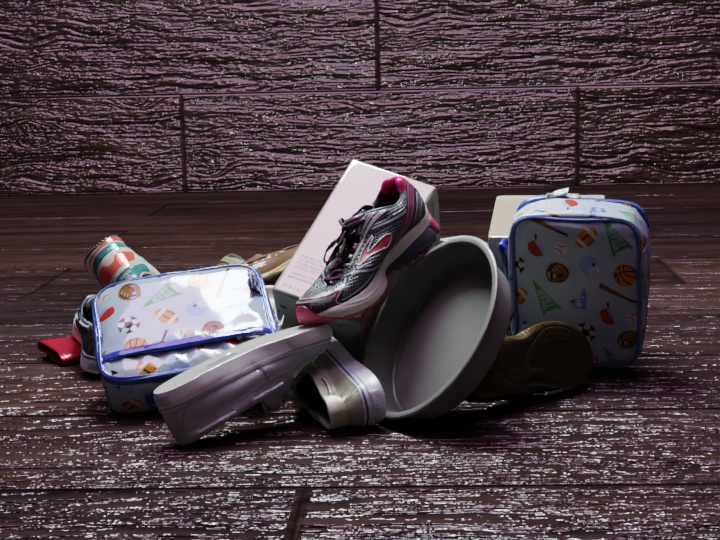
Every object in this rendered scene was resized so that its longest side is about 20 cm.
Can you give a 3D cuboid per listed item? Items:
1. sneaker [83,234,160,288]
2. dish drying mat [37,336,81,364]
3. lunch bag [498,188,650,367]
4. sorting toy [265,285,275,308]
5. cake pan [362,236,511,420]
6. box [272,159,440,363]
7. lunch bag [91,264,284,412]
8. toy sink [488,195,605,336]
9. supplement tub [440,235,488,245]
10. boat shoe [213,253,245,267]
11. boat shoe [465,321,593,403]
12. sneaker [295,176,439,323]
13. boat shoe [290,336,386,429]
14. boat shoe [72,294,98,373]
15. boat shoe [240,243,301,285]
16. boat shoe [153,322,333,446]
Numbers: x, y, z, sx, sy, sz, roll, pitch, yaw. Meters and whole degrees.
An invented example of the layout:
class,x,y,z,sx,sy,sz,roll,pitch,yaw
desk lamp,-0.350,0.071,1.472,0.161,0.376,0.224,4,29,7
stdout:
class,x,y,z,sx,sy,sz,roll,pitch,yaw
sneaker,-0.265,0.036,1.799,0.093,0.070,0.200,43,-7,31
dish drying mat,-0.292,0.090,1.797,0.200,0.018,0.077,-6,12,-35
lunch bag,0.236,0.009,1.602,0.160,0.200,0.076,3,26,16
sorting toy,-0.180,0.071,1.625,0.185,0.036,0.200,-2,29,2
cake pan,0.078,0.062,1.440,0.037,0.200,0.200,31,-7,-27
box,0.000,0.000,1.614,0.109,0.128,0.200,20,59,19
lunch bag,-0.178,0.072,1.523,0.200,0.076,0.160,-10,42,-6
toy sink,0.226,0.022,1.724,0.130,0.200,0.112,1,32,12
supplement tub,0.077,0.025,1.821,0.200,0.123,0.123,-9,12,-44
boat shoe,-0.150,0.042,1.945,0.074,0.076,0.200,-35,32,-20
boat shoe,0.163,0.098,1.508,0.201,0.072,0.066,-7,-9,-46
sneaker,-0.004,-0.017,1.480,0.081,0.075,0.200,-1,36,45
boat shoe,-0.041,0.110,1.468,0.062,0.072,0.200,-9,13,-23
boat shoe,-0.309,0.060,1.730,0.072,0.068,0.200,1,15,-9
boat shoe,-0.130,0.019,1.852,0.200,0.072,0.068,-21,31,-4
boat shoe,-0.104,0.108,1.404,0.200,0.069,0.072,-26,11,-39
